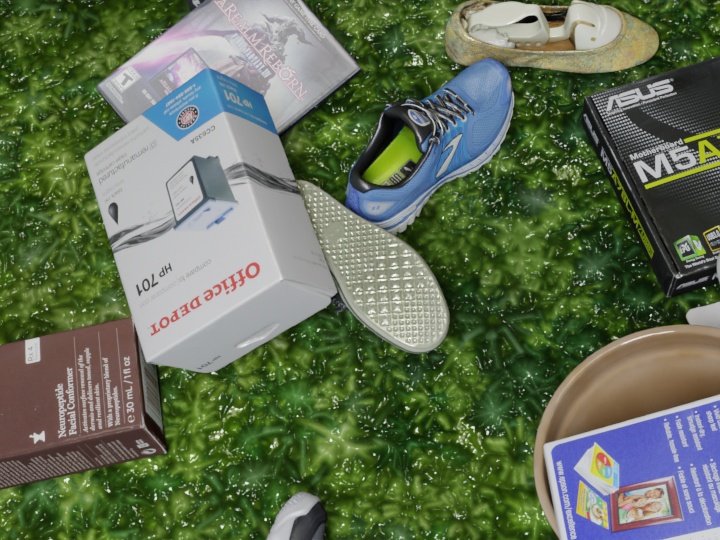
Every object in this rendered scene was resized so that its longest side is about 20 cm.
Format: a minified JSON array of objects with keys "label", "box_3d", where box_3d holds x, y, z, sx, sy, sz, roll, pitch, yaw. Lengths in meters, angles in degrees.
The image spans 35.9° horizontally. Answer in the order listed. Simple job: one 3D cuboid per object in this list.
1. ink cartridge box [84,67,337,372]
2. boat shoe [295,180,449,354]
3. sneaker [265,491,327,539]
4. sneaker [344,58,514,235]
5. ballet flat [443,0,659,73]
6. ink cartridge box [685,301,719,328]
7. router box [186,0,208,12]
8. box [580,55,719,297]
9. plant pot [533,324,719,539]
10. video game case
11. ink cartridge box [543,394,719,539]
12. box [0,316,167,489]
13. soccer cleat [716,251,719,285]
[{"label":"ink cartridge box","box_3d":[-0.126,-0.038,0.912,0.146,0.086,0.201,-31,65,21]},{"label":"boat shoe","box_3d":[0.000,0.000,0.927,0.075,0.062,0.200,-43,62,-14]},{"label":"sneaker","box_3d":[-0.025,0.265,0.791,0.113,0.076,0.201,10,70,10]},{"label":"sneaker","box_3d":[0.063,-0.116,0.966,0.078,0.089,0.200,37,72,21]},{"label":"ballet flat","box_3d":[0.176,-0.220,1.021,0.199,0.071,0.071,2,63,7]},{"label":"ink cartridge box","box_3d":[0.371,0.040,0.863,0.199,0.068,0.116,-15,62,-1]},{"label":"router box","box_3d":[-0.110,-0.328,1.033,0.149,0.200,0.051,-40,64,-13]},{"label":"box","box_3d":[0.317,-0.093,0.950,0.199,0.048,0.194,-16,64,-3]},{"label":"plant pot","box_3d":[0.231,0.148,0.796,0.200,0.093,0.202,-14,50,17]},{"label":"video game case","box_3d":[-0.120,-0.176,1.024,0.200,0.019,0.143,-40,85,-8]},{"label":"ink cartridge box","box_3d":[0.223,0.166,0.679,0.199,0.047,0.198,-17,39,14]},{"label":"box","box_3d":[-0.264,0.112,0.896,0.199,0.075,0.101,-14,62,1]},{"label":"soccer cleat","box_3d":[0.355,0.017,0.789,0.199,0.086,0.070,16,66,14]}]
